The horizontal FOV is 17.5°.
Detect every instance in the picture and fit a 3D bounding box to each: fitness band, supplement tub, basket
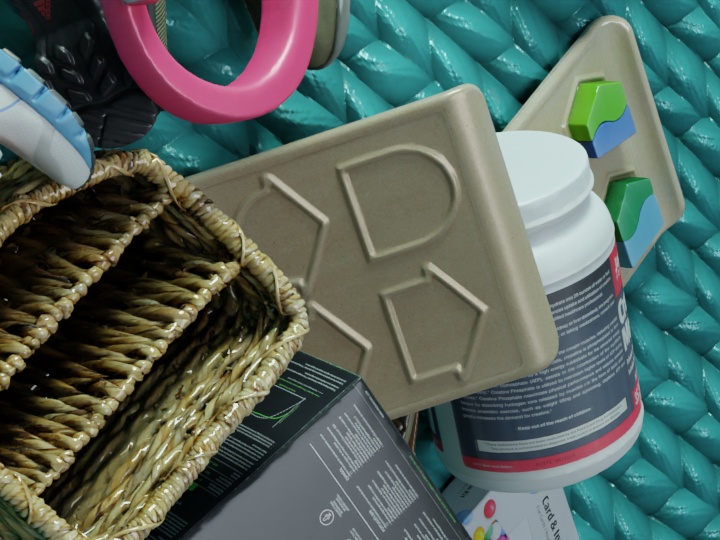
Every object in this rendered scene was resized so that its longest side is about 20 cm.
[{"bbox_3d":[-0.077,-0.176,1.206,0.143,0.037,0.201,11,77,-52],"label":"fitness band"},{"bbox_3d":[0.100,0.027,1.489,0.140,0.140,0.201,-35,123,-40],"label":"supplement tub"},{"bbox_3d":[-0.147,0.031,1.193,0.200,0.149,0.143,-49,131,-31],"label":"basket"}]

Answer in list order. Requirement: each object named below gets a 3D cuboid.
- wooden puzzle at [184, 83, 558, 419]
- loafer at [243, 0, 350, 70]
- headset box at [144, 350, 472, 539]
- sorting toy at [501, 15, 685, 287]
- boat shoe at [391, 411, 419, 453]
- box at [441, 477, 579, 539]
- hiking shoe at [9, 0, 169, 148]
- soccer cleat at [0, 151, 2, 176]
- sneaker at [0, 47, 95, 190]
[{"bbox_3d":[0.000,0.000,1.374,0.199,0.046,0.186,-20,113,-2],"label":"wooden puzzle"},{"bbox_3d":[-0.068,-0.198,1.305,0.070,0.075,0.201,-35,114,-34],"label":"loafer"},{"bbox_3d":[-0.047,0.178,1.324,0.200,0.093,0.174,-42,115,-16],"label":"headset box"},{"bbox_3d":[0.155,-0.049,1.618,0.200,0.036,0.185,-47,130,-33],"label":"sorting toy"},{"bbox_3d":[-0.005,0.138,1.450,0.074,0.075,0.201,18,89,-67],"label":"boat shoe"},{"bbox_3d":[0.076,0.225,1.581,0.200,0.041,0.156,-45,130,-36],"label":"box"},{"bbox_3d":[-0.151,-0.165,1.219,0.101,0.075,0.201,-57,131,-72],"label":"hiking shoe"},{"bbox_3d":[-0.213,-0.048,1.031,0.085,0.069,0.200,-55,172,-12],"label":"soccer cleat"},{"bbox_3d":[-0.219,-0.090,1.134,0.200,0.075,0.087,38,81,-23],"label":"sneaker"}]
